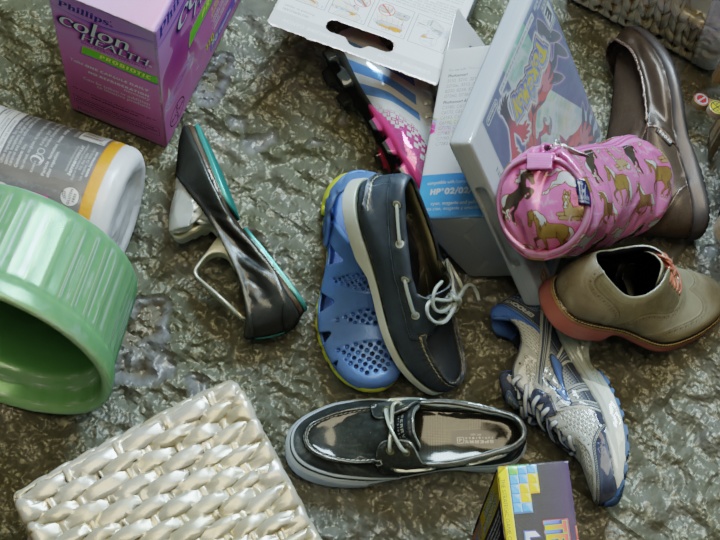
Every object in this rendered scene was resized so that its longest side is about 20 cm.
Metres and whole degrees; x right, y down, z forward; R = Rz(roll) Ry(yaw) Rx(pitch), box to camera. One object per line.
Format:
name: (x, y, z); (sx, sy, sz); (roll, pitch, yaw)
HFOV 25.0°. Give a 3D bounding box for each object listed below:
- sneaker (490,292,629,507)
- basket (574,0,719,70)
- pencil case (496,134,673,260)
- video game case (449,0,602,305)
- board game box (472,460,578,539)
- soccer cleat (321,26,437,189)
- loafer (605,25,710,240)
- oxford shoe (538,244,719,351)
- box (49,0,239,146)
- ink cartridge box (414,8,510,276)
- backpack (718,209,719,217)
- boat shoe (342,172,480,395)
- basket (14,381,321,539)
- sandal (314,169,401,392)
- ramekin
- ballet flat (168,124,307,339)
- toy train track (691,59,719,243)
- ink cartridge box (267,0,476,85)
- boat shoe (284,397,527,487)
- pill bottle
sneaker: (0.157, 0.104, 1.318); (0.084, 0.077, 0.202); (-13, 60, -7)
basket: (0.293, -0.324, 1.428); (0.159, 0.199, 0.202); (23, 69, 10)
pencil case: (0.182, -0.061, 1.294); (0.086, 0.199, 0.083); (-43, 74, 27)
video game case: (0.141, -0.107, 1.322); (0.023, 0.183, 0.201); (-2, 47, 30)
board game box: (0.125, 0.247, 1.187); (0.056, 0.200, 0.168); (-3, 69, -3)
soccer cleat: (0.042, -0.134, 1.402); (0.086, 0.070, 0.201); (-26, 72, -13)
loafer: (0.245, -0.120, 1.406); (0.070, 0.073, 0.202); (-11, 69, -9)
oxford shoe: (0.239, 0.018, 1.315); (0.198, 0.075, 0.071); (-1, 58, -39)
box: (-0.173, -0.236, 1.360); (0.096, 0.200, 0.177); (21, 68, 6)
ink cartridge box: (0.113, -0.110, 1.365); (0.067, 0.115, 0.202); (-2, 65, 29)
backpack: (0.417, -0.081, 1.349); (0.197, 0.176, 0.155); (12, 72, -3)
boat shoe: (0.049, 0.011, 1.294); (0.061, 0.202, 0.075); (-7, 24, 32)
basket: (-0.127, 0.221, 1.198); (0.198, 0.161, 0.200); (-26, 71, -15)
sandal: (0.000, 0.000, 1.339); (0.078, 0.087, 0.203); (-5, 71, -7)
ramekin: (-0.270, 0.020, 1.259); (0.198, 0.201, 0.099); (17, 61, 3)
ballet flat: (-0.119, -0.029, 1.355); (0.068, 0.068, 0.201); (-30, 73, -5)
toy train track: (0.303, -0.107, 1.369); (0.032, 0.115, 0.202); (12, 54, -5)
ink cartridge box: (0.020, -0.245, 1.433); (0.159, 0.050, 0.201); (20, 56, 4)
boat shoe: (0.038, 0.128, 1.298); (0.197, 0.071, 0.073); (-4, 69, -5)
pill bottle: (-0.286, -0.072, 1.333); (0.197, 0.117, 0.118); (17, 68, 4)
